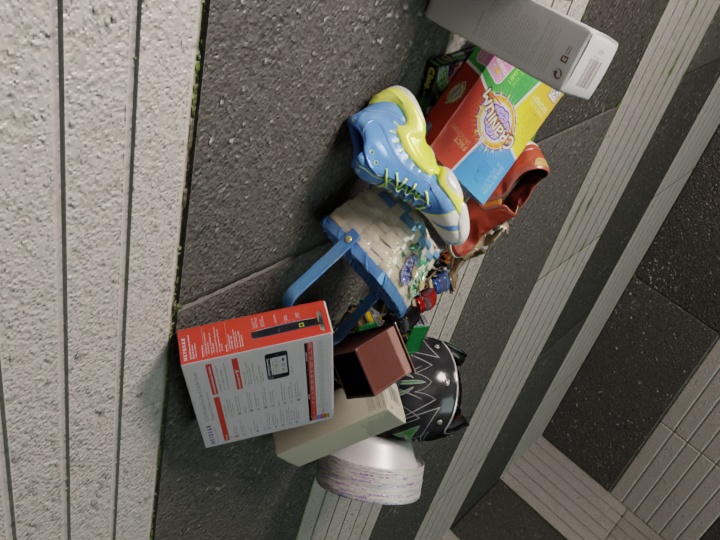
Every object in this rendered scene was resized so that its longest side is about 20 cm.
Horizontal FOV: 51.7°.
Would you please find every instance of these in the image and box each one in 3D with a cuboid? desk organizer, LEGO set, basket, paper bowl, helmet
[{"bbox_3d":[-0.020,0.134,1.039,0.076,0.073,0.198,-26,-176,-36],"label":"desk organizer"},{"bbox_3d":[0.016,0.099,1.178,0.150,0.117,0.203,-7,135,-19],"label":"LEGO set"},{"bbox_3d":[0.000,0.000,0.950,0.199,0.140,0.176,-42,154,0],"label":"basket"},{"bbox_3d":[0.020,0.347,1.361,0.199,0.196,0.108,13,85,-62],"label":"paper bowl"},{"bbox_3d":[0.105,0.211,1.329,0.189,0.199,0.203,19,107,-54],"label":"helmet"}]

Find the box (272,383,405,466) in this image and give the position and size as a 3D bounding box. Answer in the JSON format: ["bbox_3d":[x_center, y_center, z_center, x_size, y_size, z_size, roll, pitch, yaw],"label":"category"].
[{"bbox_3d":[-0.035,0.230,1.145,0.196,0.070,0.082,-24,146,13],"label":"box"}]

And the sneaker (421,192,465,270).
[{"bbox_3d":[0.121,-0.035,1.183,0.198,0.077,0.114,-34,148,-35],"label":"sneaker"}]

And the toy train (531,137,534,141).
[{"bbox_3d":[0.181,-0.188,1.080,0.197,0.085,0.117,-26,147,-28],"label":"toy train"}]

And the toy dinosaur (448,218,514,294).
[{"bbox_3d":[0.193,-0.055,1.199,0.200,0.058,0.101,-47,176,-26],"label":"toy dinosaur"}]

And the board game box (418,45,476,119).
[{"bbox_3d":[0.146,-0.255,1.016,0.198,0.023,0.106,-30,149,-40],"label":"board game box"}]

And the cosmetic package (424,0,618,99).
[{"bbox_3d":[0.181,-0.273,0.844,0.101,0.199,0.075,-9,132,-55],"label":"cosmetic package"}]

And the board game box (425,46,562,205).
[{"bbox_3d":[0.176,-0.211,0.990,0.152,0.040,0.202,32,95,-44],"label":"board game box"}]

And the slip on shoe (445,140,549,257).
[{"bbox_3d":[0.194,-0.094,1.073,0.073,0.062,0.201,20,117,-46],"label":"slip on shoe"}]

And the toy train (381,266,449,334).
[{"bbox_3d":[0.087,0.041,1.080,0.200,0.045,0.035,-42,124,-54],"label":"toy train"}]

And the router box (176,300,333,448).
[{"bbox_3d":[-0.122,0.132,0.918,0.174,0.050,0.203,-11,141,-11],"label":"router box"}]

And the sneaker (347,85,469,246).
[{"bbox_3d":[0.047,-0.108,0.870,0.103,0.204,0.076,-24,174,-15],"label":"sneaker"}]

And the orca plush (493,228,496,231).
[{"bbox_3d":[0.258,-0.141,1.290,0.104,0.071,0.203,-35,149,-32],"label":"orca plush"}]
